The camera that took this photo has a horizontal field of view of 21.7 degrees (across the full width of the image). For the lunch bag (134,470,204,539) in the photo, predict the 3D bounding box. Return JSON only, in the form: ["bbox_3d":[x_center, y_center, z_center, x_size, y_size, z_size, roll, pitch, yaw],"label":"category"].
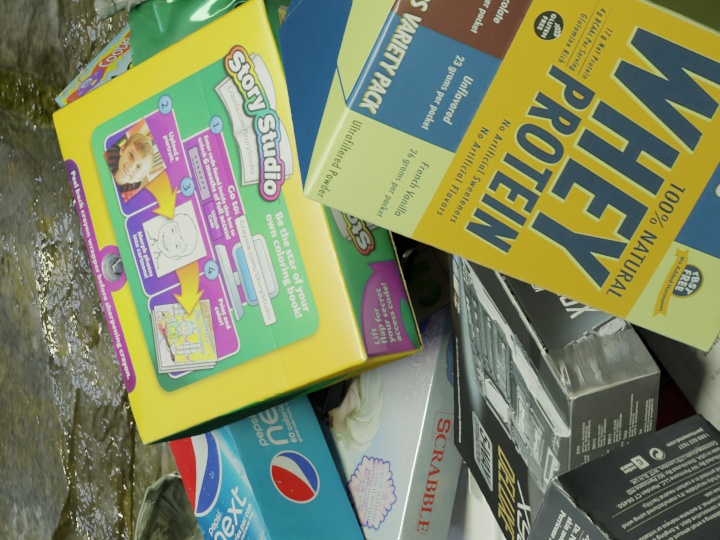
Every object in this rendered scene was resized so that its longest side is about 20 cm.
[{"bbox_3d":[-0.077,0.240,1.220,0.200,0.117,0.164,54,171,28],"label":"lunch bag"}]

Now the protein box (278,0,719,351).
[{"bbox_3d":[0.083,-0.096,0.860,0.199,0.199,0.135,-101,35,-62],"label":"protein box"}]

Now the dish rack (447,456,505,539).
[{"bbox_3d":[0.036,0.160,1.172,0.199,0.043,0.173,10,106,50],"label":"dish rack"}]

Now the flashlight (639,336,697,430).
[{"bbox_3d":[0.193,0.125,0.955,0.068,0.068,0.201,-37,68,8],"label":"flashlight"}]

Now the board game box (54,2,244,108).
[{"bbox_3d":[-0.082,-0.102,1.181,0.199,0.105,0.103,6,139,50],"label":"board game box"}]

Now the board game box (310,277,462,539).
[{"bbox_3d":[-0.007,0.055,1.159,0.199,0.041,0.201,10,88,49],"label":"board game box"}]

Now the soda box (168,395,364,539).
[{"bbox_3d":[-0.068,0.104,1.118,0.064,0.068,0.201,-45,60,42],"label":"soda box"}]

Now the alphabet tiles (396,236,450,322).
[{"bbox_3d":[0.059,-0.068,1.043,0.166,0.006,0.201,-34,81,32],"label":"alphabet tiles"}]

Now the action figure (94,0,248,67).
[{"bbox_3d":[-0.073,-0.202,1.112,0.199,0.055,0.119,-15,89,28],"label":"action figure"}]

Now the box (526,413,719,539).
[{"bbox_3d":[0.153,0.207,0.860,0.182,0.104,0.201,46,136,32],"label":"box"}]

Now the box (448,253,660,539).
[{"bbox_3d":[0.096,0.072,0.967,0.201,0.049,0.158,85,164,-45],"label":"box"}]

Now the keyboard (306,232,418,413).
[{"bbox_3d":[0.000,0.000,1.076,0.104,0.039,0.201,57,147,36],"label":"keyboard"}]

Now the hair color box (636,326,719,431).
[{"bbox_3d":[0.226,0.057,0.887,0.201,0.064,0.111,58,135,27],"label":"hair color box"}]

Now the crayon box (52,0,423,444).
[{"bbox_3d":[-0.071,-0.025,1.031,0.172,0.058,0.201,-22,80,36],"label":"crayon box"}]
